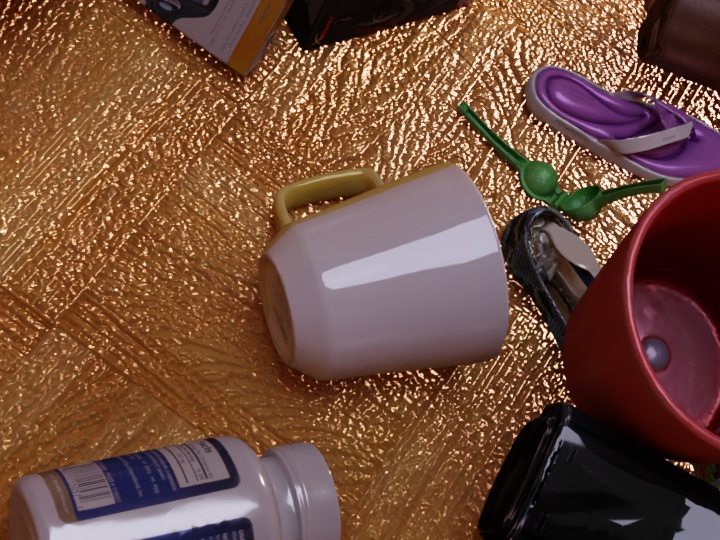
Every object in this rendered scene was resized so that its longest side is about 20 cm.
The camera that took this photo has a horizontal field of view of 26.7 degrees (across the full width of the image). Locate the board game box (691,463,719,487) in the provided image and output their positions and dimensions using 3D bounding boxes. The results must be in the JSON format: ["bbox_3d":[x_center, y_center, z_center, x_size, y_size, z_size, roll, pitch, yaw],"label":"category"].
[{"bbox_3d":[0.326,0.067,1.239,0.163,0.057,0.202,-4,64,-24],"label":"board game box"}]

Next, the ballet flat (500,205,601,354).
[{"bbox_3d":[0.182,0.033,1.195,0.074,0.074,0.201,-31,77,-31],"label":"ballet flat"}]

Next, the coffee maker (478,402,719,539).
[{"bbox_3d":[0.198,0.178,1.046,0.198,0.192,0.136,27,56,-4],"label":"coffee maker"}]

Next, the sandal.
[{"bbox_3d":[0.239,-0.127,1.315,0.200,0.050,0.083,16,58,-12],"label":"sandal"}]

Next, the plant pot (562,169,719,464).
[{"bbox_3d":[0.240,0.049,1.077,0.198,0.177,0.203,4,75,-15],"label":"plant pot"}]

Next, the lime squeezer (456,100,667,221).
[{"bbox_3d":[0.161,-0.077,1.253,0.199,0.071,0.038,26,69,30],"label":"lime squeezer"}]

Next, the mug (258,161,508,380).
[{"bbox_3d":[0.003,0.009,1.121,0.151,0.186,0.151,-14,100,-17],"label":"mug"}]

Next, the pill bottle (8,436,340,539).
[{"bbox_3d":[-0.118,0.169,0.979,0.198,0.111,0.112,-9,66,-25],"label":"pill bottle"}]

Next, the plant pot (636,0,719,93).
[{"bbox_3d":[0.362,-0.231,1.346,0.196,0.201,0.202,17,57,-2],"label":"plant pot"}]

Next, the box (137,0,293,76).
[{"bbox_3d":[-0.141,-0.261,1.201,0.199,0.119,0.042,37,32,2],"label":"box"}]

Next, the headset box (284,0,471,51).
[{"bbox_3d":[0.039,-0.275,1.261,0.198,0.149,0.078,-18,70,-29],"label":"headset box"}]
